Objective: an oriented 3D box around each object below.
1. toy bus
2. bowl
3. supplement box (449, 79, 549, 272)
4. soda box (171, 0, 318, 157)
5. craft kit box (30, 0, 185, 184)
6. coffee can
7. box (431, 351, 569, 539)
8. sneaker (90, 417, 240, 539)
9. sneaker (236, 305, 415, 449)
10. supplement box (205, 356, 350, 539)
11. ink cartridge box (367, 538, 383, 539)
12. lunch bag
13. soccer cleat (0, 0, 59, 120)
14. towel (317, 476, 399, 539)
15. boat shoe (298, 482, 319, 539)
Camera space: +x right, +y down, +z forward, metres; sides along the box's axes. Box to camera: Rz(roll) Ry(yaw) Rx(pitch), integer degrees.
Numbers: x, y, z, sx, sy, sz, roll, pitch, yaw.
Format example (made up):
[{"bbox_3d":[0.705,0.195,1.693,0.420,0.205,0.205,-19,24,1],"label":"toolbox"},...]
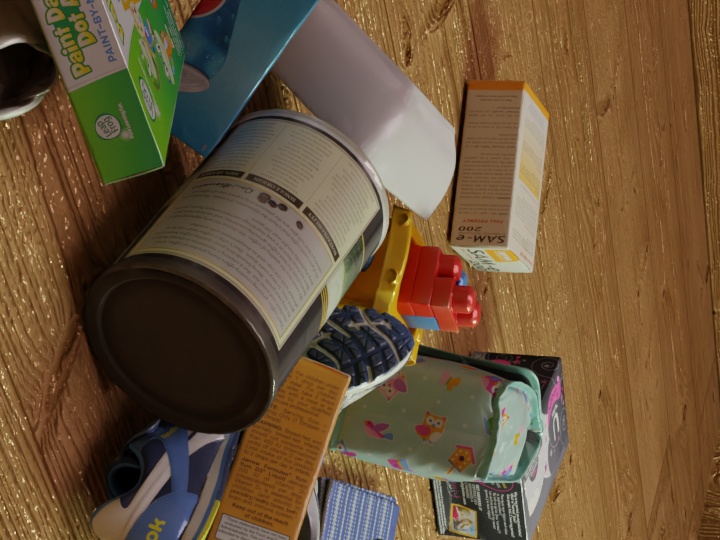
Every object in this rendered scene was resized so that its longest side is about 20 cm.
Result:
[{"bbox_3d":[0.000,0.000,1.497,0.200,0.192,0.136,59,40,-59],"label":"toy bus"},{"bbox_3d":[-0.003,-0.147,1.468,0.075,0.200,0.200,-44,157,4],"label":"bowl"},{"bbox_3d":[0.163,-0.108,2.111,0.126,0.073,0.201,37,58,-67],"label":"supplement box"},{"bbox_3d":[-0.076,-0.181,1.271,0.200,0.068,0.064,-53,-174,18],"label":"soda box"},{"bbox_3d":[-0.163,-0.183,1.103,0.198,0.048,0.200,-87,161,-62],"label":"craft kit box"},{"bbox_3d":[-0.084,-0.003,1.295,0.200,0.146,0.147,-55,143,-44],"label":"coffee can"},{"bbox_3d":[0.164,0.201,2.097,0.200,0.114,0.132,-59,146,-54],"label":"box"},{"bbox_3d":[-0.134,0.133,1.297,0.200,0.082,0.074,-76,-173,-56],"label":"sneaker"},{"bbox_3d":[-0.050,0.097,1.443,0.077,0.200,0.085,60,-12,27],"label":"sneaker"},{"bbox_3d":[-0.068,0.163,1.328,0.067,0.069,0.200,117,-10,-69],"label":"supplement box"},{"bbox_3d":[0.002,0.265,1.396,0.200,0.059,0.104,131,-47,-83],"label":"ink cartridge box"},{"bbox_3d":[0.083,0.141,1.781,0.200,0.170,0.122,11,90,-70],"label":"lunch bag"},{"bbox_3d":[-0.203,-0.128,1.079,0.200,0.077,0.069,-53,141,-58],"label":"soccer cleat"},{"bbox_3d":[-0.012,0.282,1.765,0.200,0.024,0.145,34,63,-66],"label":"towel"},{"bbox_3d":[-0.061,0.176,1.524,0.067,0.073,0.201,-23,114,-68],"label":"boat shoe"}]
